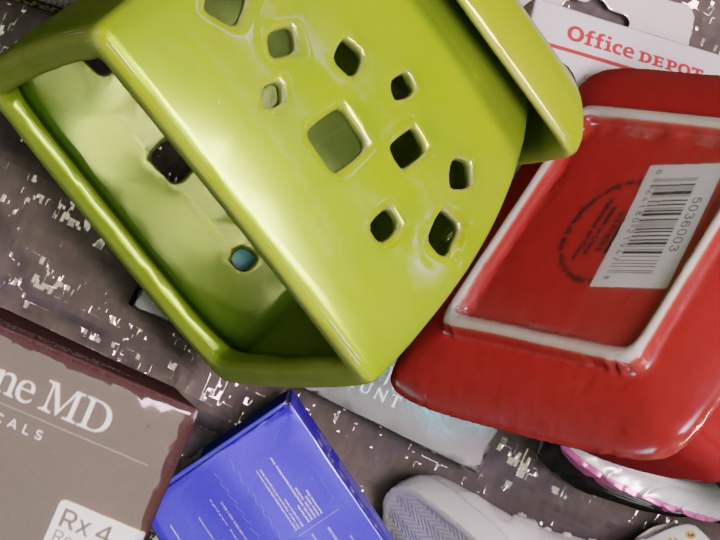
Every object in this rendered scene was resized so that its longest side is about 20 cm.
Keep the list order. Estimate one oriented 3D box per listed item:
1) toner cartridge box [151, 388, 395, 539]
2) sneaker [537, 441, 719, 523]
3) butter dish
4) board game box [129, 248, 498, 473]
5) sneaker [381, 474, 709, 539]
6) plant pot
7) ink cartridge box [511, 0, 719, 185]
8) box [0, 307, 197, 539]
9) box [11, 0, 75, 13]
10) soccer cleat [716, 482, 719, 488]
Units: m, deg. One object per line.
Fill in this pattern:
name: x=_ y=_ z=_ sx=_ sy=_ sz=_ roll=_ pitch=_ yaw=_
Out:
toner cartridge box: x=-0.018 y=0.169 z=1.237 sx=0.095 sy=0.043 sz=0.201 roll=-33 pitch=95 yaw=5
sneaker: x=0.185 y=0.090 z=1.276 sx=0.199 sy=0.080 sz=0.087 roll=17 pitch=82 yaw=-22
butter dish: x=0.149 y=0.023 z=1.121 sx=0.148 sy=0.199 sz=0.201 roll=46 pitch=69 yaw=-33
board game box: x=0.000 y=0.000 z=1.252 sx=0.199 sy=0.028 sz=0.136 roll=26 pitch=88 yaw=-11
sneaker: x=0.113 y=0.158 z=1.266 sx=0.200 sy=0.074 sz=0.115 roll=41 pitch=51 yaw=12
plant pot: x=-0.028 y=-0.078 z=1.125 sx=0.181 sy=0.200 sz=0.199 roll=-42 pitch=104 yaw=-18
ink cartridge box: x=0.116 y=-0.060 z=1.231 sx=0.114 sy=0.068 sz=0.201 roll=15 pitch=78 yaw=-15
box: x=-0.194 y=0.118 z=1.150 sx=0.165 sy=0.164 sz=0.201 roll=24 pitch=88 yaw=-8
box: x=-0.133 y=-0.226 z=1.210 sx=0.159 sy=0.044 sz=0.201 roll=15 pitch=89 yaw=-10
soccer cleat: x=0.207 y=0.040 z=1.246 sx=0.084 sy=0.065 sz=0.201 roll=36 pitch=43 yaw=-31
